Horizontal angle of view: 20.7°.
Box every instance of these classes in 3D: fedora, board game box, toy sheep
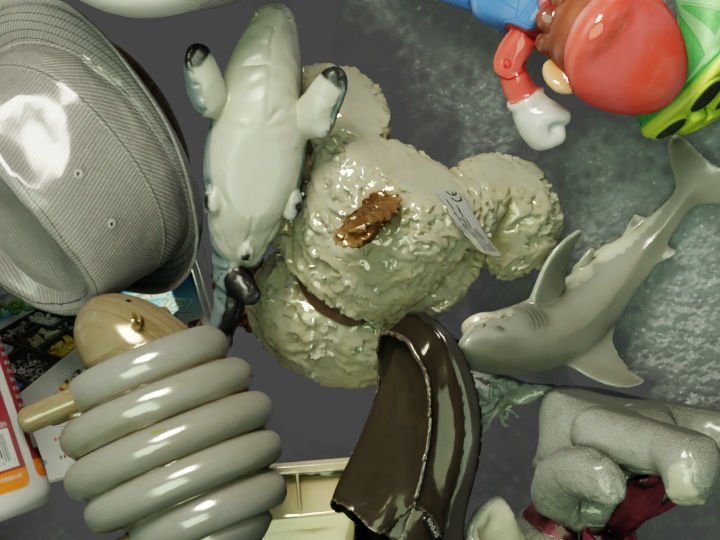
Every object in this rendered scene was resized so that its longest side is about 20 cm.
[{"bbox_3d":[-0.186,-0.051,1.150,0.177,0.090,0.200,-1,125,42],"label":"fedora"},{"bbox_3d":[-0.180,0.066,1.262,0.200,0.035,0.126,-14,96,10],"label":"board game box"},{"bbox_3d":[-0.108,0.105,1.110,0.138,0.138,0.200,-24,88,11],"label":"toy sheep"}]

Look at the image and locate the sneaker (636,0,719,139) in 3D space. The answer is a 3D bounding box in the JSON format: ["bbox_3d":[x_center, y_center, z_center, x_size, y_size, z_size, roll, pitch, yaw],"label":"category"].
[{"bbox_3d":[0.217,-0.168,1.163,0.084,0.074,0.200,36,108,28],"label":"sneaker"}]

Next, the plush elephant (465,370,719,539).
[{"bbox_3d":[0.138,0.153,1.174,0.200,0.165,0.155,11,96,24],"label":"plush elephant"}]

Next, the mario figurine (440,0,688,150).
[{"bbox_3d":[0.110,-0.153,1.160,0.200,0.106,0.124,38,140,25],"label":"mario figurine"}]

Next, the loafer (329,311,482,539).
[{"bbox_3d":[0.021,0.124,1.119,0.071,0.073,0.200,-1,94,-27],"label":"loafer"}]

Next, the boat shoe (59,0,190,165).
[{"bbox_3d":[-0.187,-0.114,1.225,0.200,0.071,0.065,48,137,-3],"label":"boat shoe"}]

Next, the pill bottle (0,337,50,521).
[{"bbox_3d":[-0.259,0.056,1.124,0.113,0.113,0.200,-20,86,10],"label":"pill bottle"}]

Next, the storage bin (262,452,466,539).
[{"bbox_3d":[-0.033,0.212,1.215,0.200,0.094,0.199,-4,94,-2],"label":"storage bin"}]

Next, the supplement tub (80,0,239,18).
[{"bbox_3d":[-0.105,-0.220,1.121,0.145,0.200,0.145,1,99,7],"label":"supplement tub"}]

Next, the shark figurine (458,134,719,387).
[{"bbox_3d":[0.154,0.021,1.185,0.214,0.128,0.090,-37,70,-14],"label":"shark figurine"}]

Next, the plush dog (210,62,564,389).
[{"bbox_3d":[0.000,0.000,1.185,0.200,0.161,0.172,27,126,3],"label":"plush dog"}]

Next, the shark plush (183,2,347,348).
[{"bbox_3d":[-0.055,-0.052,1.139,0.091,0.083,0.200,-3,102,-7],"label":"shark plush"}]
